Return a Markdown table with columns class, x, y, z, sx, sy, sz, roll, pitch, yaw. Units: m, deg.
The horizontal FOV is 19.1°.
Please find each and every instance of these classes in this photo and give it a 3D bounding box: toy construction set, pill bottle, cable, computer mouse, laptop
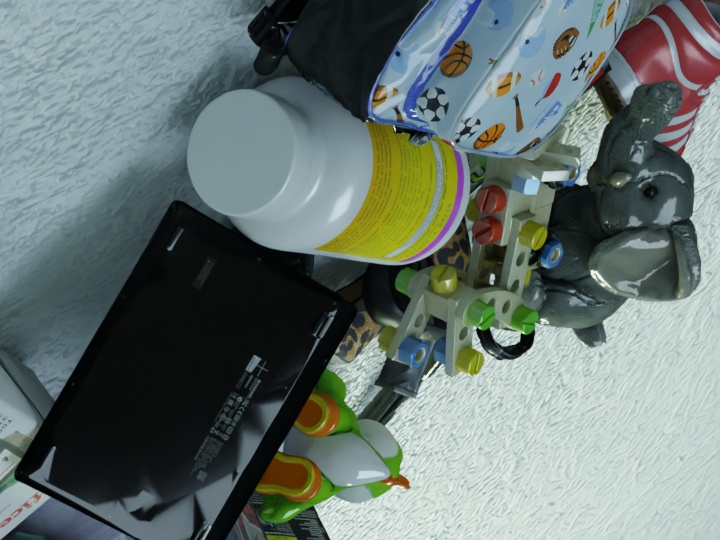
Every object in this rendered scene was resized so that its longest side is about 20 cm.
| class | x | y | z | sx | sy | sz | roll | pitch | yaw |
| --- | --- | --- | --- | --- | --- | --- | --- | --- | --- |
| toy construction set | 0.089 | -0.029 | 1.426 | 0.131 | 0.092 | 0.200 | -18 | 139 | -47 |
| pill bottle | -0.020 | -0.060 | 1.291 | 0.104 | 0.104 | 0.200 | -48 | 157 | 17 |
| cable | 0.039 | 0.069 | 1.729 | 0.097 | 0.050 | 0.200 | -46 | 176 | -34 |
| computer mouse | 0.062 | 0.030 | 1.535 | 0.034 | 0.059 | 0.200 | -20 | 155 | 33 |
| laptop | -0.100 | 0.073 | 1.320 | 0.200 | 0.116 | 0.187 | 31 | 88 | -28 |

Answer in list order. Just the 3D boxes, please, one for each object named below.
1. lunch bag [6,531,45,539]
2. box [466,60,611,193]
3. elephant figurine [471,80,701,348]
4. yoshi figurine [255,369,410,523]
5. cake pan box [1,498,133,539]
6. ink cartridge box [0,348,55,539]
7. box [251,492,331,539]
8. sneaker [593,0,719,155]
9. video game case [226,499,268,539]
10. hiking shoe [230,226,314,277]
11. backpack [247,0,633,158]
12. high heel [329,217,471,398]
| class | x | y | z | sx | sy | sz | roll | pitch | yaw |
| --- | --- | --- | --- | --- | --- | --- | --- | --- | --- |
| lunch bag | -0.219 | 0.259 | 1.400 | 0.200 | 0.077 | 0.161 | 60 | 45 | -70 |
| box | 0.078 | -0.101 | 1.458 | 0.200 | 0.035 | 0.110 | -41 | 157 | 2 |
| elephant figurine | 0.192 | -0.037 | 1.548 | 0.200 | 0.142 | 0.155 | -25 | 168 | 32 |
| yoshi figurine | -0.035 | 0.132 | 1.626 | 0.112 | 0.112 | 0.200 | -28 | 162 | 13 |
| cake pan box | -0.247 | 0.189 | 1.461 | 0.200 | 0.052 | 0.184 | -34 | 158 | -15 |
| ink cartridge box | -0.261 | 0.104 | 1.239 | 0.146 | 0.084 | 0.200 | -40 | 157 | 0 |
| box | -0.072 | 0.232 | 1.663 | 0.044 | 0.160 | 0.200 | -34 | 160 | 16 |
| sneaker | 0.238 | -0.138 | 1.596 | 0.112 | 0.071 | 0.200 | -37 | 155 | 1 |
| video game case | -0.103 | 0.185 | 1.486 | 0.025 | 0.200 | 0.181 | -29 | 159 | 10 |
| hiking shoe | -0.088 | 0.041 | 1.419 | 0.087 | 0.074 | 0.200 | -80 | -165 | -76 |
| backpack | 0.067 | -0.156 | 1.210 | 0.200 | 0.154 | 0.190 | -50 | 166 | 15 |
| high heel | 0.000 | 0.000 | 1.528 | 0.200 | 0.071 | 0.143 | 26 | 84 | -48 |
